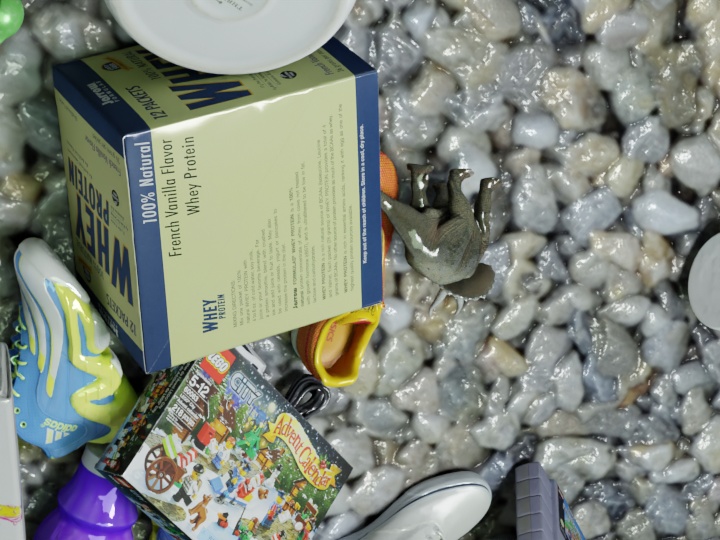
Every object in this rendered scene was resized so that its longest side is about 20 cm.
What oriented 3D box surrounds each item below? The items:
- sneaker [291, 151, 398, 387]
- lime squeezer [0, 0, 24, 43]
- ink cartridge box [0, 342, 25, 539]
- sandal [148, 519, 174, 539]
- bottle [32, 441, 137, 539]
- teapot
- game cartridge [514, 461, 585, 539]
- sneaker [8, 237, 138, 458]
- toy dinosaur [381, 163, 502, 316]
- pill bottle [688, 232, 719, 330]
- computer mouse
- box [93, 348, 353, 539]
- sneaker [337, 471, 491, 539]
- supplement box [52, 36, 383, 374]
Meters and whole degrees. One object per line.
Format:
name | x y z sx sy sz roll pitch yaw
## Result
sneaker | 0.000 0.000 1.687 0.073 0.077 0.201 -2 116 -29
lime squeezer | -0.277 -0.170 1.444 0.200 0.038 0.071 -48 130 2
ink cartridge box | -0.323 0.159 1.549 0.144 0.084 0.201 -4 120 -8
sandal | -0.140 0.248 1.737 0.079 0.087 0.201 -13 124 -28
bottle | -0.224 0.232 1.687 0.083 0.065 0.201 7 112 -33
teapot | -0.093 -0.245 1.452 0.197 0.146 0.200 -6 142 4
game cartridge | 0.189 0.284 1.937 0.038 0.130 0.200 -12 132 19
sneaker | -0.238 0.072 1.581 0.105 0.076 0.200 -32 129 -12
toy dinosaur | 0.069 -0.028 1.678 0.200 0.077 0.103 29 61 -69
pill bottle | 0.401 0.026 1.926 0.199 0.110 0.110 14 108 -36
computer mouse | -0.114 0.080 1.681 0.110 0.044 0.200 -46 128 -6
box | -0.103 0.155 1.644 0.200 0.038 0.137 48 65 -38
sneaker | 0.039 0.252 1.857 0.200 0.071 0.073 -31 128 -13
supplement box | -0.102 -0.062 1.549 0.199 0.134 0.201 -17 124 -23
